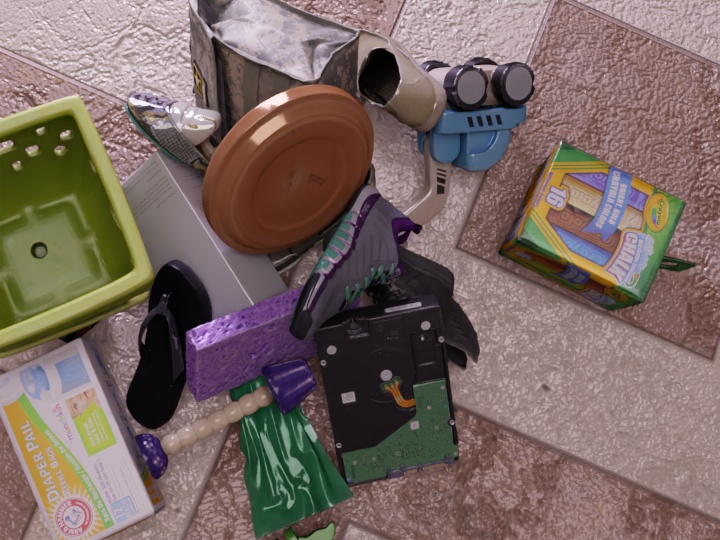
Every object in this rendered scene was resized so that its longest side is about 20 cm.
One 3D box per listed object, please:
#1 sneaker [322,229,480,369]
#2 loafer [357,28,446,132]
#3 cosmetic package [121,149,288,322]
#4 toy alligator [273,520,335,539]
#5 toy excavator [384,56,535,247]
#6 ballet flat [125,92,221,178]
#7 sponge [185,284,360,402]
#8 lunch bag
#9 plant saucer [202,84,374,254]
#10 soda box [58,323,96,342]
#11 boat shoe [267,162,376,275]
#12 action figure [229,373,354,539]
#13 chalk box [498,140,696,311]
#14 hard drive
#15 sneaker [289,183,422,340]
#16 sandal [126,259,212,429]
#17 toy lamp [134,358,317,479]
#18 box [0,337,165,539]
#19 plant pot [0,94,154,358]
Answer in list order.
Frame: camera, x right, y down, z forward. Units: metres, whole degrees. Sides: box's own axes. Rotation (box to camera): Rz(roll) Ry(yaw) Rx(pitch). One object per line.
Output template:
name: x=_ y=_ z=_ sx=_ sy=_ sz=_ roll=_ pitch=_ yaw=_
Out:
sneaker: x=0.044 y=0.032 z=1.203 sx=0.197 sy=0.060 sz=0.106 roll=21 pitch=56 yaw=-19
loafer: x=0.021 y=-0.223 z=1.205 sx=0.068 sy=0.200 sz=0.076 roll=22 pitch=104 yaw=-43
cosmetic package: x=-0.183 y=-0.024 z=1.189 sx=0.112 sy=0.081 sz=0.202 roll=-33 pitch=88 yaw=29
toy alligator: x=-0.100 y=0.349 z=1.179 sx=0.054 sy=0.059 sz=0.201 roll=34 pitch=82 yaw=1
toy excavator: x=0.099 y=-0.134 z=1.233 sx=0.191 sy=0.100 sz=0.204 roll=-8 pitch=106 yaw=-24
ballet flat: x=-0.158 y=-0.130 z=1.155 sx=0.200 sy=0.072 sz=0.072 roll=45 pitch=82 yaw=-17
sponge: x=-0.092 y=0.070 z=1.163 sx=0.198 sy=0.112 sz=0.030 roll=-21 pitch=60 yaw=-23
lunch bag: x=-0.108 y=-0.203 z=1.175 sx=0.198 sy=0.165 sz=0.118 roll=25 pitch=52 yaw=18
plant saucer: x=-0.068 y=-0.096 z=1.112 sx=0.199 sy=0.201 sz=0.032 roll=-36 pitch=57 yaw=-8
soda box: x=-0.363 y=-0.017 z=1.202 sx=0.063 sy=0.071 sz=0.201 roll=-38 pitch=87 yaw=-8
boat shoe: x=-0.065 y=-0.061 z=1.232 sx=0.201 sy=0.060 sz=0.072 roll=-38 pitch=88 yaw=-7
action figure: x=-0.095 y=0.179 z=1.204 sx=0.116 sy=0.055 sz=0.203 roll=-21 pitch=78 yaw=-4
chalk box: x=0.276 y=-0.035 z=1.219 sx=0.198 sy=0.125 sz=0.125 roll=27 pitch=82 yaw=1
hard drive: x=0.030 y=0.132 z=1.177 sx=0.137 sy=0.038 sz=0.203 roll=-11 pitch=114 yaw=-2
sneaker: x=0.000 y=0.000 z=1.119 sx=0.087 sy=0.075 sz=0.202 roll=29 pitch=57 yaw=-2
sandal: x=-0.209 y=0.087 z=1.161 sx=0.075 sy=0.043 sz=0.203 roll=25 pitch=114 yaw=20
toy lamp: x=-0.140 y=0.155 z=1.157 sx=0.198 sy=0.058 sz=0.059 roll=-29 pitch=85 yaw=-8
box: x=-0.301 y=0.189 z=1.165 sx=0.111 sy=0.101 sz=0.202 roll=-25 pitch=85 yaw=-7
plant pot: x=-0.323 y=-0.028 z=1.079 sx=0.196 sy=0.182 sz=0.203 roll=-23 pitch=84 yaw=-10
